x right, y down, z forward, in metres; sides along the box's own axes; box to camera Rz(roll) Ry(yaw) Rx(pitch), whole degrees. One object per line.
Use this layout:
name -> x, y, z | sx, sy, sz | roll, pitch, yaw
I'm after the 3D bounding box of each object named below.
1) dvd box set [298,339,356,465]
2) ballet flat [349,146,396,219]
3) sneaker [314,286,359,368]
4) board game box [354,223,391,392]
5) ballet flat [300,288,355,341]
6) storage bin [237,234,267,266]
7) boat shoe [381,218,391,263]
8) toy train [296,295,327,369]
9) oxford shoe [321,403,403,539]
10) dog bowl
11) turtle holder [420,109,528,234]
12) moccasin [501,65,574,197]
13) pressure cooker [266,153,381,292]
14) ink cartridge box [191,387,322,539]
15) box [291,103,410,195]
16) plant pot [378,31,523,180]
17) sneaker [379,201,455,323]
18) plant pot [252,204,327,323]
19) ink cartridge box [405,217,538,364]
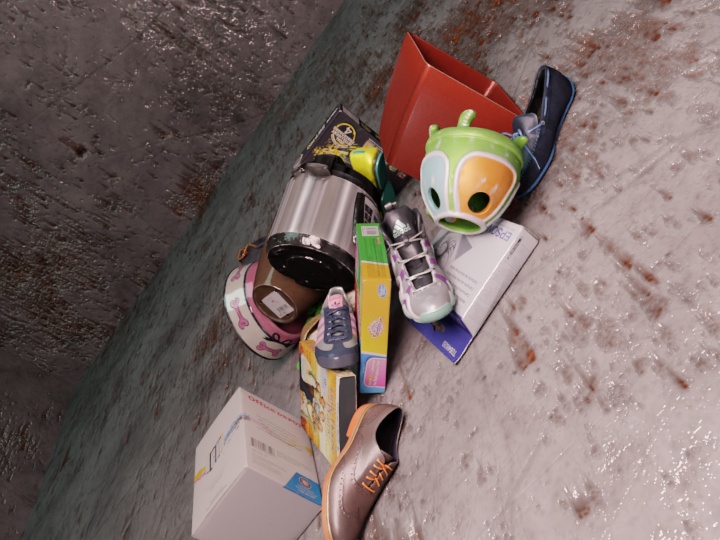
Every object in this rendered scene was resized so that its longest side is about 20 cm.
dvd box set -> -0.053, 0.204, 1.062 | 0.199, 0.029, 0.151 | -155, 63, -67
ballet flat -> 0.021, -0.152, 1.249 | 0.065, 0.201, 0.068 | 9, 62, 18
sneaker -> -0.039, 0.085, 1.051 | 0.200, 0.068, 0.084 | -111, 16, -76
board game box -> 0.015, 0.056, 1.043 | 0.154, 0.039, 0.205 | -97, 7, -57
ballet flat -> -0.032, 0.078, 1.191 | 0.198, 0.068, 0.073 | -37, 11, 18
storage bin -> -0.222, 0.016, 1.611 | 0.198, 0.143, 0.138 | -23, 50, 53
boat shoe -> 0.001, 0.001, 1.248 | 0.201, 0.067, 0.074 | -55, 23, 6
toy train -> -0.078, 0.114, 1.307 | 0.056, 0.042, 0.203 | -28, 35, 32
oxford shoe -> 0.005, 0.265, 0.911 | 0.072, 0.071, 0.204 | -21, 42, 46
dog bowl -> -0.176, 0.069, 1.372 | 0.073, 0.200, 0.203 | -29, 34, 28
turtle holder -> 0.135, -0.124, 0.955 | 0.183, 0.139, 0.135 | 3, 75, 47
moccasin -> 0.246, -0.205, 1.013 | 0.080, 0.067, 0.204 | -11, 53, 59
pressure cooker -> -0.057, -0.088, 1.165 | 0.175, 0.176, 0.204 | -29, 39, 57
ink cartridge box -> -0.166, 0.321, 1.085 | 0.146, 0.146, 0.201 | -51, 23, 12
box -> -0.014, -0.202, 1.365 | 0.161, 0.198, 0.050 | -46, 24, 22
plant pot -> 0.133, -0.252, 1.168 | 0.178, 0.196, 0.202 | -59, 20, 26
sneaker -> 0.065, -0.028, 0.949 | 0.076, 0.142, 0.201 | -23, 30, 1
plant pot -> -0.118, -0.005, 1.299 | 0.186, 0.187, 0.202 | -32, 22, 44
ink cartridge box -> 0.140, 0.008, 0.995 | 0.203, 0.040, 0.199 | -57, 23, 2
